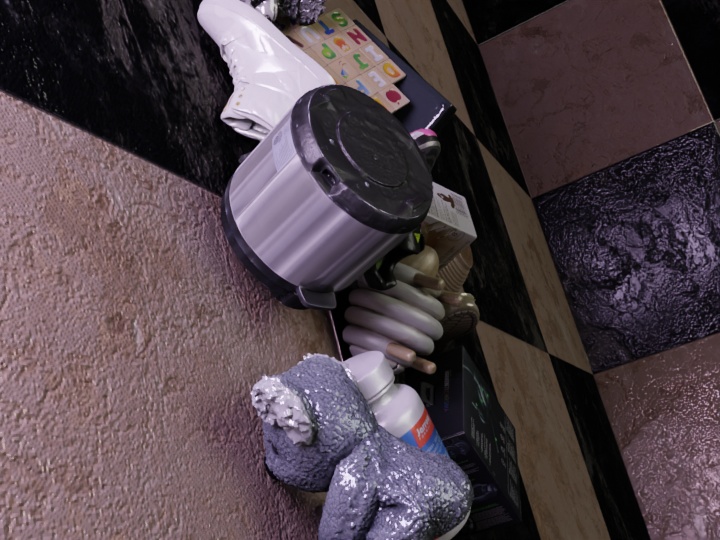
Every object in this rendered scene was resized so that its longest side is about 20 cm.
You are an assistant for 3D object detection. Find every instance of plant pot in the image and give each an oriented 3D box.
[{"bbox_3d":[0.129,-0.037,1.421,0.201,0.092,0.202,51,26,-36],"label":"plant pot"}]

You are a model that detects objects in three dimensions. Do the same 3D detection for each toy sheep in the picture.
[{"bbox_3d":[0.043,0.060,1.027,0.138,0.137,0.201,41,72,-51],"label":"toy sheep"}]

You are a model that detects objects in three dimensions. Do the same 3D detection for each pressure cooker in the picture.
[{"bbox_3d":[-0.046,-0.070,0.862,0.179,0.200,0.176,44,36,-8],"label":"pressure cooker"}]

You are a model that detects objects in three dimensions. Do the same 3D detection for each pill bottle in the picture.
[{"bbox_3d":[0.032,0.194,0.903,0.201,0.111,0.112,63,21,-13],"label":"pill bottle"}]

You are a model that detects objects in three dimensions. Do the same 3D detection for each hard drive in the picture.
[{"bbox_3d":[0.017,-0.232,1.159,0.200,0.140,0.033,46,13,21],"label":"hard drive"}]

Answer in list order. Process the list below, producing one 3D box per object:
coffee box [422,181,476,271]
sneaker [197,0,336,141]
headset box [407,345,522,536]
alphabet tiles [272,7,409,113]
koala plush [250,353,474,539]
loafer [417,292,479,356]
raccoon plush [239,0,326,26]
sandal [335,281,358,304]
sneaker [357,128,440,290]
[{"bbox_3d":[0.035,-0.069,1.079,0.199,0.114,0.080,21,41,-31],"label":"coffee box"},{"bbox_3d":[-0.136,-0.228,0.965,0.199,0.116,0.074,38,-19,9],"label":"sneaker"},{"bbox_3d":[0.141,0.233,1.170,0.201,0.092,0.175,56,23,-28],"label":"headset box"},{"bbox_3d":[-0.033,-0.268,1.077,0.200,0.006,0.166,46,49,6],"label":"alphabet tiles"},{"bbox_3d":[-0.017,0.168,0.753,0.201,0.183,0.177,58,18,8],"label":"koala plush"},{"bbox_3d":[0.102,0.065,1.144,0.200,0.075,0.069,126,-44,-64],"label":"loafer"},{"bbox_3d":[-0.124,-0.375,1.052,0.201,0.133,0.097,-116,-149,-44],"label":"raccoon plush"},{"bbox_3d":[0.000,0.001,1.113,0.076,0.048,0.200,66,21,-4],"label":"sandal"},{"bbox_3d":[0.046,-0.061,0.952,0.087,0.201,0.074,39,18,29],"label":"sneaker"}]
